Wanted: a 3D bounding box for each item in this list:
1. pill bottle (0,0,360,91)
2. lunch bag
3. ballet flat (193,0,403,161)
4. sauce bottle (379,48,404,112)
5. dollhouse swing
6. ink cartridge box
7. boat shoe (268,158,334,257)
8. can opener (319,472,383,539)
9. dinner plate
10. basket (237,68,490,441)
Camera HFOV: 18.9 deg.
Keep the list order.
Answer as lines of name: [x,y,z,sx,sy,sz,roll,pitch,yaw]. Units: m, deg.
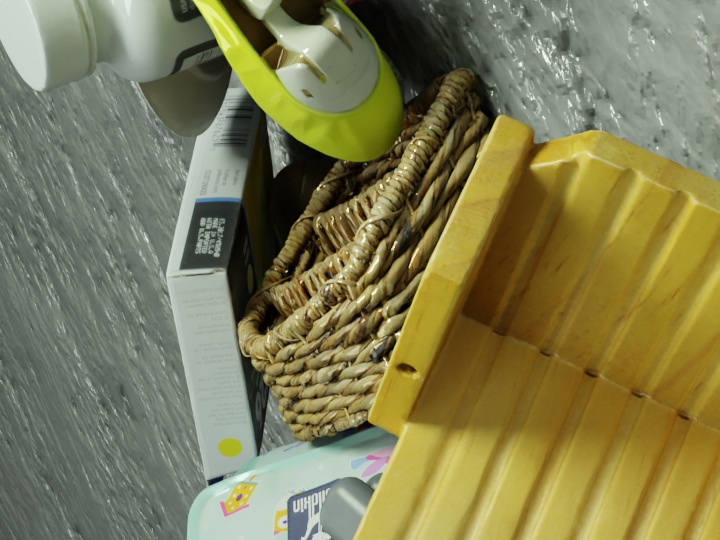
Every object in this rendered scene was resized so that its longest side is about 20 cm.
pill bottle: [-0.092,-0.165,1.135,0.111,0.199,0.111,50,153,37]
lunch bag: [0.003,0.147,1.178,0.122,0.170,0.200,68,-161,-6]
ballet flat: [-0.041,-0.127,1.064,0.200,0.067,0.067,50,168,-21]
sauce bottle: [-0.031,-0.118,1.216,0.200,0.064,0.065,-130,23,-64]
dollhouse swing: [0.096,0.084,0.838,0.199,0.176,0.182,25,143,4]
ink cartridge box: [-0.076,0.024,1.343,0.198,0.047,0.201,-86,-10,-53]
boat shoe: [-0.008,0.032,1.333,0.065,0.071,0.201,107,150,-72]
can opener: [0.066,0.144,1.006,0.200,0.053,0.067,37,115,35]
dinner plate: [-0.105,-0.179,1.269,0.200,0.024,0.201,-8,-90,-72]
basket: [0.000,0.000,1.172,0.149,0.142,0.200,65,160,0]
